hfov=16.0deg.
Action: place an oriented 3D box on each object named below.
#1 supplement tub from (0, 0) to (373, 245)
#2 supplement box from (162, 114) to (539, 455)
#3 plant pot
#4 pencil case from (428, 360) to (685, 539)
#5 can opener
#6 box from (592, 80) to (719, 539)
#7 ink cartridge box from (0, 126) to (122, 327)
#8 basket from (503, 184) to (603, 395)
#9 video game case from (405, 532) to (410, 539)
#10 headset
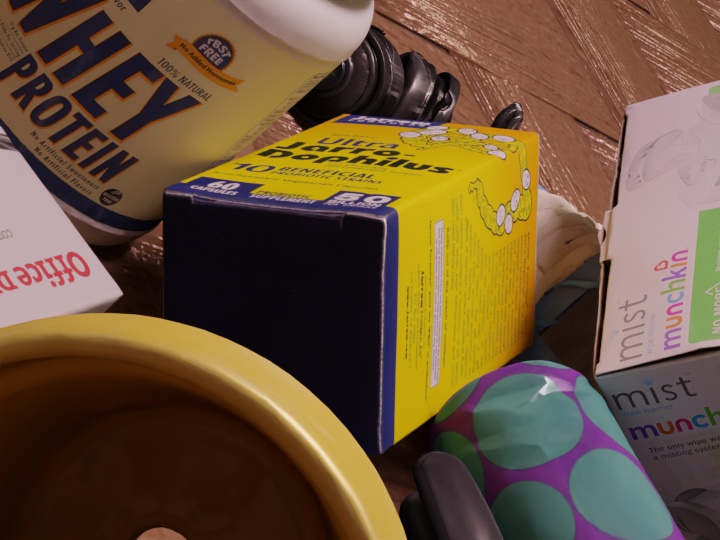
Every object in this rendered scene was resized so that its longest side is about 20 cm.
[{"bbox_3d":[-0.086,-0.122,1.166,0.145,0.200,0.145,41,23,-22],"label":"supplement tub"},{"bbox_3d":[0.000,0.000,1.186,0.200,0.109,0.110,-29,123,-64],"label":"supplement box"},{"bbox_3d":[-0.077,0.111,0.850,0.201,0.201,0.189,51,5,1],"label":"plant pot"},{"bbox_3d":[0.102,0.136,1.108,0.085,0.092,0.200,-9,51,-23],"label":"pencil case"},{"bbox_3d":[0.060,0.159,1.037,0.079,0.063,0.200,-1,40,-30],"label":"can opener"},{"bbox_3d":[0.190,0.034,1.249,0.200,0.097,0.177,-76,146,-47],"label":"box"},{"bbox_3d":[-0.201,-0.034,0.957,0.200,0.084,0.145,53,22,6],"label":"ink cartridge box"},{"bbox_3d":[0.120,0.055,1.346,0.200,0.139,0.176,47,9,32],"label":"basket"},{"bbox_3d":[0.042,0.196,1.047,0.182,0.023,0.200,39,25,-27],"label":"video game case"},{"bbox_3d":[0.019,-0.114,1.502,0.123,0.094,0.200,24,22,-47],"label":"headset"}]
